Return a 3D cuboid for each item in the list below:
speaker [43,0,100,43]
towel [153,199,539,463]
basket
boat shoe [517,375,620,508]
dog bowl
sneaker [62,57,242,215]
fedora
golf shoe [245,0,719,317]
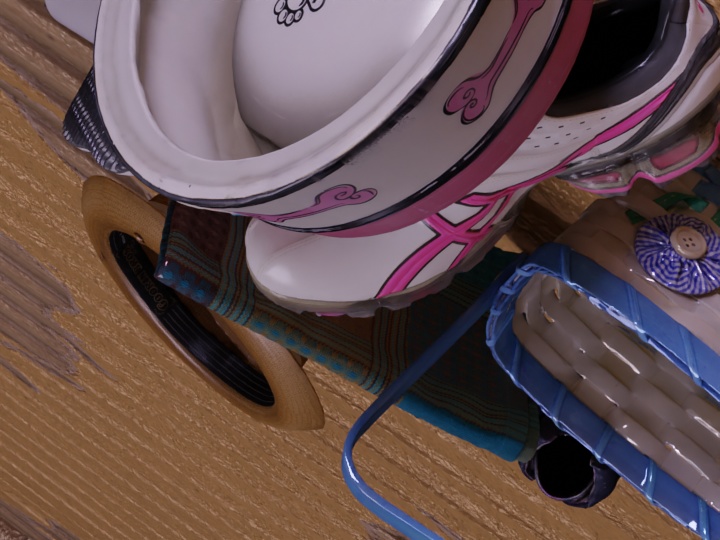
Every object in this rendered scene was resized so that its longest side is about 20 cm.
[{"bbox_3d":[-0.049,-0.105,1.204,0.199,0.081,0.081,33,162,25],"label":"speaker"},{"bbox_3d":[0.000,0.000,1.223,0.199,0.147,0.022,28,125,-18],"label":"towel"},{"bbox_3d":[0.112,0.059,1.064,0.176,0.200,0.139,36,163,8],"label":"basket"},{"bbox_3d":[0.107,0.077,1.300,0.074,0.093,0.200,29,162,8],"label":"boat shoe"},{"bbox_3d":[-0.001,-0.100,0.942,0.200,0.201,0.074,21,171,47],"label":"dog bowl"},{"bbox_3d":[-0.065,-0.060,1.101,0.093,0.071,0.200,27,-174,-17],"label":"sneaker"},{"bbox_3d":[-0.076,0.004,1.537,0.200,0.082,0.201,40,162,16],"label":"fedora"},{"bbox_3d":[0.042,-0.053,0.981,0.073,0.199,0.092,64,180,35],"label":"golf shoe"}]
